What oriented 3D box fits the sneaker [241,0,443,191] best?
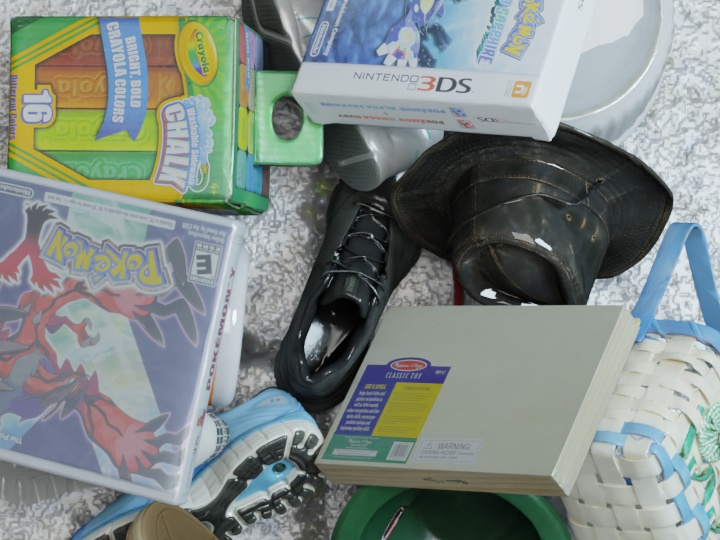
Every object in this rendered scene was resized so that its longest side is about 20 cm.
[{"bbox_3d":[-0.016,-0.144,1.593,0.080,0.071,0.201,-24,67,-27],"label":"sneaker"}]

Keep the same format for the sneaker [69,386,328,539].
[{"bbox_3d":[-0.113,0.150,1.561,0.199,0.090,0.079,-31,127,6],"label":"sneaker"}]

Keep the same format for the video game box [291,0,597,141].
[{"bbox_3d":[0.067,-0.185,1.495,0.181,0.047,0.201,6,66,28],"label":"video game box"}]

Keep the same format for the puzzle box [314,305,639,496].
[{"bbox_3d":[0.074,0.081,1.482,0.025,0.199,0.134,49,55,-36],"label":"puzzle box"}]

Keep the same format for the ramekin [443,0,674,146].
[{"bbox_3d":[0.127,-0.172,1.596,0.198,0.105,0.202,1,84,-5],"label":"ramekin"}]

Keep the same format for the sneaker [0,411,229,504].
[{"bbox_3d":[-0.183,0.116,1.530,0.199,0.080,0.077,0,92,34],"label":"sneaker"}]

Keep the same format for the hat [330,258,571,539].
[{"bbox_3d":[0.077,0.146,1.598,0.165,0.176,0.201,27,121,-7],"label":"hat"}]

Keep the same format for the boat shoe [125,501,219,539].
[{"bbox_3d":[-0.106,0.244,1.519,0.064,0.071,0.201,-18,111,34],"label":"boat shoe"}]

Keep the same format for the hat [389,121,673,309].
[{"bbox_3d":[0.117,-0.016,1.522,0.199,0.201,0.082,3,58,-5],"label":"hat"}]

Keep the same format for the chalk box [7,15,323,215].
[{"bbox_3d":[-0.125,-0.102,1.531,0.198,0.124,0.126,0,88,9],"label":"chalk box"}]

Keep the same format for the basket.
[{"bbox_3d":[0.206,0.093,1.520,0.138,0.177,0.201,0,44,29],"label":"basket"}]

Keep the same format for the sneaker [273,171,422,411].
[{"bbox_3d":[0.000,0.000,1.573,0.075,0.091,0.202,18,81,-1],"label":"sneaker"}]

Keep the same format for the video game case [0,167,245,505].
[{"bbox_3d":[-0.185,0.038,1.456,0.198,0.023,0.184,12,91,16],"label":"video game case"}]

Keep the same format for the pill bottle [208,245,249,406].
[{"bbox_3d":[-0.178,0.027,1.542,0.198,0.113,0.114,6,83,-4],"label":"pill bottle"}]
